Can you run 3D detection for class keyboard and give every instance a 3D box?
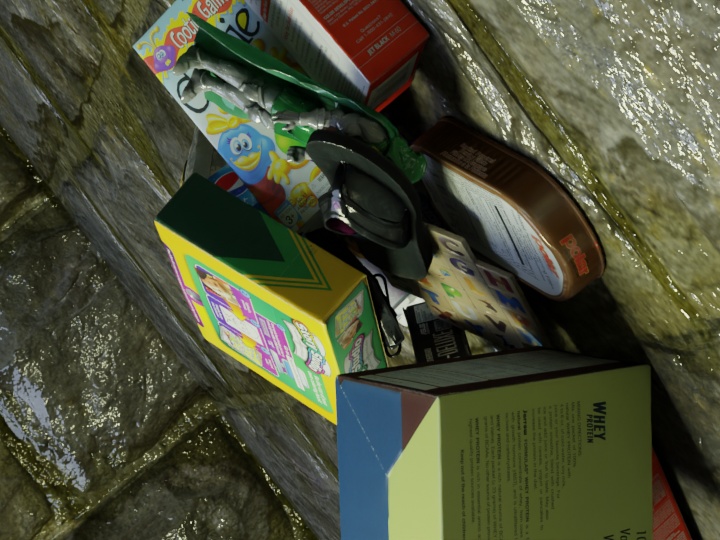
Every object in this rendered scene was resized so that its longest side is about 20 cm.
[{"bbox_3d":[0.000,0.000,1.562,0.105,0.039,0.200,68,171,-28],"label":"keyboard"}]

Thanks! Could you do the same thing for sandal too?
[{"bbox_3d":[0.008,-0.036,1.372,0.075,0.048,0.201,15,158,25],"label":"sandal"}]

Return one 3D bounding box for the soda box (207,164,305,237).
[{"bbox_3d":[-0.084,-0.004,1.661,0.064,0.068,0.201,36,156,40],"label":"soda box"}]

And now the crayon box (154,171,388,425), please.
[{"bbox_3d":[-0.065,0.030,1.511,0.172,0.058,0.200,30,159,23],"label":"crayon box"}]

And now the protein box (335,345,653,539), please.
[{"bbox_3d":[0.102,0.170,1.407,0.135,0.199,0.200,8,101,56],"label":"protein box"}]

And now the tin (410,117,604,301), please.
[{"bbox_3d":[0.105,-0.045,1.395,0.200,0.042,0.112,35,162,52],"label":"tin"}]

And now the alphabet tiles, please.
[{"bbox_3d":[0.070,0.008,1.498,0.166,0.006,0.200,24,163,31],"label":"alphabet tiles"}]

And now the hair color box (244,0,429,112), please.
[{"bbox_3d":[-0.040,-0.212,1.387,0.200,0.064,0.111,49,167,6],"label":"hair color box"}]

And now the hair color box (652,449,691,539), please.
[{"bbox_3d":[0.218,0.207,1.578,0.111,0.064,0.201,34,156,49],"label":"hair color box"}]

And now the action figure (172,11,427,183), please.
[{"bbox_3d":[-0.041,-0.112,1.381,0.199,0.055,0.118,24,161,14],"label":"action figure"}]

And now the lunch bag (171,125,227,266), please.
[{"bbox_3d":[-0.117,-0.048,1.822,0.165,0.117,0.201,-85,-28,-51],"label":"lunch bag"}]

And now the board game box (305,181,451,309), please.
[{"bbox_3d":[-0.018,-0.057,1.641,0.200,0.041,0.200,51,149,5],"label":"board game box"}]

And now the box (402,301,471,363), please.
[{"bbox_3d":[0.086,0.133,1.602,0.200,0.049,0.159,-100,-4,-67],"label":"box"}]

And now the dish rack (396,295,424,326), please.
[{"bbox_3d":[0.008,-0.028,1.749,0.200,0.043,0.172,52,167,5],"label":"dish rack"}]

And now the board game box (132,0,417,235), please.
[{"bbox_3d":[-0.067,-0.140,1.496,0.200,0.105,0.103,50,-157,7],"label":"board game box"}]
